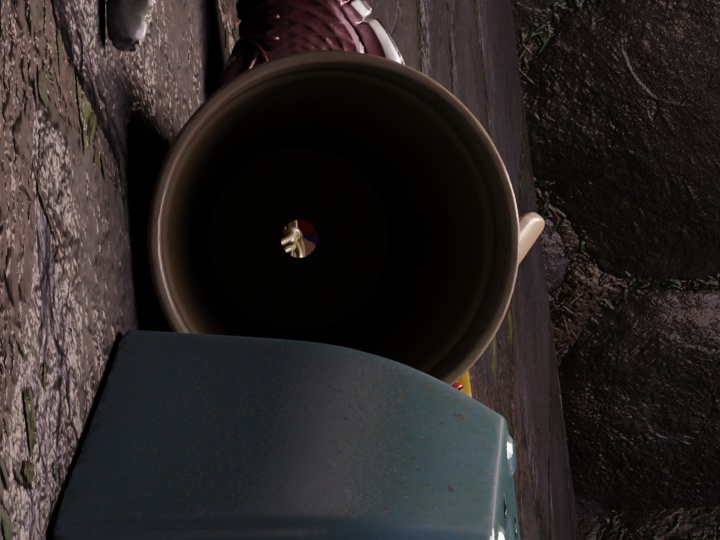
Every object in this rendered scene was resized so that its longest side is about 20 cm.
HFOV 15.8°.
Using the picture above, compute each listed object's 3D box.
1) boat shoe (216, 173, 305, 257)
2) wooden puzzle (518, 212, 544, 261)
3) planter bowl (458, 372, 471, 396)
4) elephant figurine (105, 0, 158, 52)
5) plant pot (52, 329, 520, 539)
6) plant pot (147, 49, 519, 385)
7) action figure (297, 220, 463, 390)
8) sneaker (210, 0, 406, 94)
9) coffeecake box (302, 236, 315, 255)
[{"bbox_3d":[-0.048,0.008,1.605,0.073,0.063,0.201,-85,168,-47],"label":"boat shoe"},{"bbox_3d":[0.029,0.043,1.737,0.186,0.046,0.200,-55,-172,-19],"label":"wooden puzzle"},{"bbox_3d":[0.044,0.153,2.099,0.200,0.083,0.202,-3,90,-82],"label":"planter bowl"},{"bbox_3d":[-0.039,-0.221,1.306,0.156,0.199,0.142,78,12,-45],"label":"elephant figurine"},{"bbox_3d":[-0.020,0.152,1.264,0.196,0.199,0.197,-80,164,-62],"label":"plant pot"},{"bbox_3d":[-0.026,-0.018,1.445,0.174,0.199,0.201,-176,-98,-81],"label":"plant pot"},{"bbox_3d":[0.000,0.000,1.607,0.201,0.052,0.065,57,-7,12],"label":"action figure"},{"bbox_3d":[-0.062,-0.162,1.590,0.201,0.115,0.076,56,-25,-11],"label":"sneaker"},{"bbox_3d":[-0.025,-0.054,1.753,0.200,0.073,0.154,-75,160,-67],"label":"coffeecake box"}]
